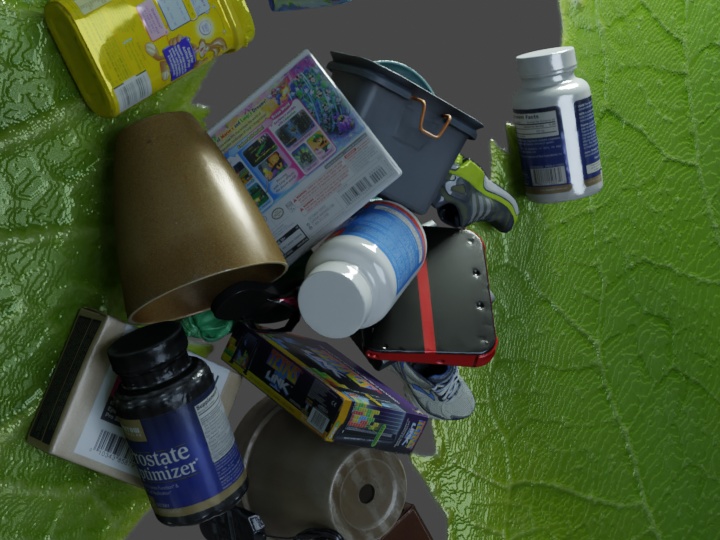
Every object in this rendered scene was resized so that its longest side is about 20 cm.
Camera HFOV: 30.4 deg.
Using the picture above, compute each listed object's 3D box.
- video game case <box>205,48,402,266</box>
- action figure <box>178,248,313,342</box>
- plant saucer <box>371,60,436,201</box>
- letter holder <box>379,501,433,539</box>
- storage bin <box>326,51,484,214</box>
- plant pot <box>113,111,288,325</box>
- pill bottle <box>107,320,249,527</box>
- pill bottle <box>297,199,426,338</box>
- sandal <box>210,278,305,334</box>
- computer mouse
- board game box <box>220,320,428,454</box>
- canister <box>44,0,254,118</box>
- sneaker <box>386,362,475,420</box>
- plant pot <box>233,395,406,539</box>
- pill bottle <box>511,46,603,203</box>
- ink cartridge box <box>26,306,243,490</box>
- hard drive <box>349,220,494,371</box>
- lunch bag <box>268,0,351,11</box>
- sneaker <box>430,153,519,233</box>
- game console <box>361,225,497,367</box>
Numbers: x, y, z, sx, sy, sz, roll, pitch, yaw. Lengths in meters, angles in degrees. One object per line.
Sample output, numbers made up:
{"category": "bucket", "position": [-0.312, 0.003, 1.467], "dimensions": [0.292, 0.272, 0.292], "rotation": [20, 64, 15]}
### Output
{"category": "video game case", "position": [-0.082, -0.123, 1.541], "dimensions": [0.199, 0.024, 0.183], "rotation": [-38, 95, 8]}
{"category": "action figure", "position": [-0.141, 0.026, 1.589], "dimensions": [0.199, 0.055, 0.119], "rotation": [-32, 114, -23]}
{"category": "plant saucer", "position": [0.024, -0.167, 1.706], "dimensions": [0.198, 0.036, 0.203], "rotation": [-4, 97, -36]}
{"category": "letter holder", "position": [0.036, 0.414, 1.728], "dimensions": [0.142, 0.100, 0.201], "rotation": [-40, 116, -25]}
{"category": "storage bin", "position": [0.037, -0.159, 1.619], "dimensions": [0.199, 0.145, 0.136], "rotation": [23, 91, -35]}
{"category": "plant pot", "position": [-0.197, -0.066, 1.471], "dimensions": [0.185, 0.186, 0.202], "rotation": [-12, 78, -35]}
{"category": "pill bottle", "position": [-0.200, 0.163, 1.429], "dimensions": [0.111, 0.111, 0.202], "rotation": [-28, 110, -31]}
{"category": "pill bottle", "position": [0.000, 0.000, 1.549], "dimensions": [0.200, 0.111, 0.113], "rotation": [-49, 126, -61]}
{"category": "sandal", "position": [-0.102, 0.047, 1.517], "dimensions": [0.075, 0.045, 0.199], "rotation": [-43, 162, 19]}
{"category": "computer mouse", "position": [-0.104, 0.306, 1.564], "dimensions": [0.034, 0.198, 0.059], "rotation": [-35, 125, -57]}
{"category": "board game box", "position": [-0.042, 0.137, 1.559], "dimensions": [0.165, 0.199, 0.057], "rotation": [16, 103, -50]}
{"category": "canister", "position": [-0.234, -0.276, 1.474], "dimensions": [0.199, 0.086, 0.150], "rotation": [-36, 114, -27]}
{"category": "sneaker", "position": [0.095, 0.141, 1.756], "dimensions": [0.200, 0.085, 0.078], "rotation": [43, 70, -32]}
{"category": "plant pot", "position": [-0.040, 0.255, 1.612], "dimensions": [0.198, 0.173, 0.203], "rotation": [-5, 98, -36]}
{"category": "pill bottle", "position": [0.270, -0.202, 1.840], "dimensions": [0.110, 0.110, 0.202], "rotation": [-19, 105, -34]}
{"category": "ink cartridge box", "position": [-0.252, 0.156, 1.505], "dimensions": [0.199, 0.075, 0.166], "rotation": [28, 79, -34]}
{"category": "hard drive", "position": [0.057, 0.030, 1.704], "dimensions": [0.199, 0.033, 0.140], "rotation": [-27, 69, -32]}
{"category": "lunch bag", "position": [-0.001, -0.393, 1.585], "dimensions": [0.199, 0.169, 0.129], "rotation": [-22, 107, -32]}
{"category": "sneaker", "position": [0.143, -0.090, 1.770], "dimensions": [0.200, 0.074, 0.082], "rotation": [33, 85, -49]}
{"category": "game console", "position": [0.082, 0.028, 1.679], "dimensions": [0.175, 0.031, 0.202], "rotation": [3, 56, -11]}
